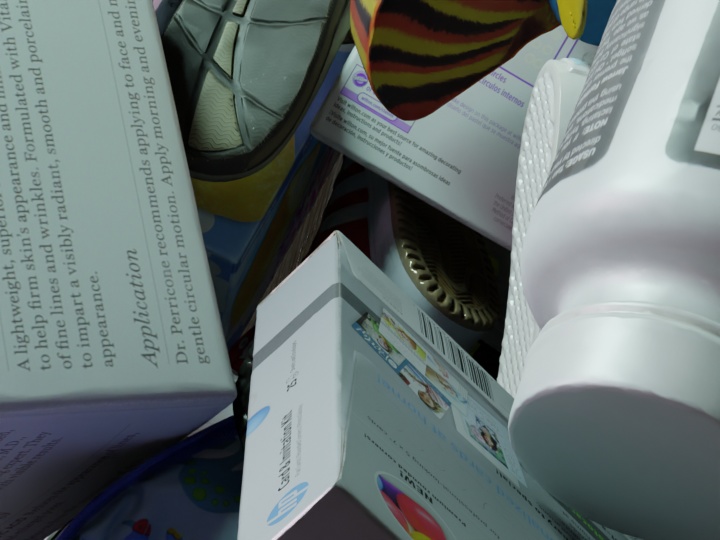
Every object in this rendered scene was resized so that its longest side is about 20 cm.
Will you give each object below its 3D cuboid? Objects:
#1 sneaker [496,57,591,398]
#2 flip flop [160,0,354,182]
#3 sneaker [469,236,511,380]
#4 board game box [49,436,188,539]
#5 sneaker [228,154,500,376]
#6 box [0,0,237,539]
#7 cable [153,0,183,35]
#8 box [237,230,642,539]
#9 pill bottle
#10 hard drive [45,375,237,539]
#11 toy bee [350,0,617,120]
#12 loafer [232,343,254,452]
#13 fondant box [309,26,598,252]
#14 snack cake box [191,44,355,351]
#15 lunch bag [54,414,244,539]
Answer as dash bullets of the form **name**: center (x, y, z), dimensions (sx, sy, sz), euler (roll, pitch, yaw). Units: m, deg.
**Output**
- **sneaker**: center (0.091, 0.031, 0.846), dimensions (0.074, 0.082, 0.201), euler (-156, 72, -82)
- **flip flop**: center (-0.019, -0.111, 0.977), dimensions (0.201, 0.081, 0.058), euler (-62, -20, -24)
- **sneaker**: center (0.053, -0.007, 1.146), dimensions (0.077, 0.075, 0.200), euler (-52, 22, 3)
- **board game box**: center (-0.078, 0.148, 1.069), dimensions (0.105, 0.023, 0.200), euler (-51, -32, -12)
- **sneaker**: center (0.000, 0.000, 1.048), dimensions (0.113, 0.071, 0.200), euler (-48, 19, 23)
- **box**: center (-0.162, -0.007, 0.929), dimensions (0.200, 0.130, 0.200), euler (-36, 61, 51)
- **cable**: center (-0.098, -0.061, 1.092), dimensions (0.200, 0.051, 0.164), euler (101, -170, -80)
- **box**: center (0.035, 0.082, 0.703), dimensions (0.041, 0.156, 0.200), euler (-44, 14, 11)
- **pill bottle**: center (0.112, -0.023, 0.748), dimensions (0.111, 0.110, 0.201), euler (-45, 18, 57)
- **hard drive**: center (-0.081, 0.139, 1.178), dimensions (0.201, 0.139, 0.038), euler (-60, 10, -3)
- **toy bee**: center (0.075, -0.142, 0.875), dimensions (0.200, 0.109, 0.131), euler (-38, 38, -12)
- **loafer**: center (0.022, 0.099, 0.832), dimensions (0.073, 0.071, 0.201), euler (-44, 52, 34)
- **fondant box**: center (0.093, -0.102, 0.953), dimensions (0.201, 0.144, 0.058), euler (-60, -8, 5)
- **snack cake box**: center (-0.042, -0.067, 1.049), dimensions (0.115, 0.067, 0.200), euler (104, -168, -62)
- **lunch bag**: center (-0.071, 0.149, 0.914), dimensions (0.199, 0.128, 0.170), euler (-17, -29, -37)
